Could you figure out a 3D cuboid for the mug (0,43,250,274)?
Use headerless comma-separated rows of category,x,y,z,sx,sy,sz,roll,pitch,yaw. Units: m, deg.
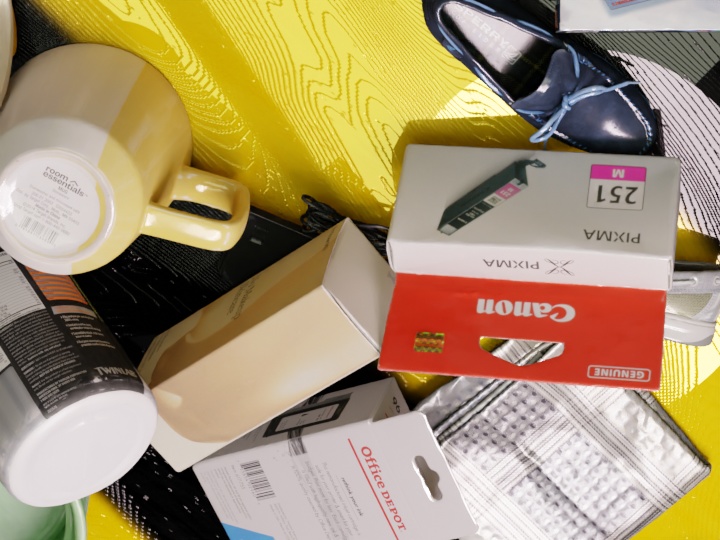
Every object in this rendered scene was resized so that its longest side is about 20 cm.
mug,-0.185,-0.074,1.336,0.187,0.153,0.149,-12,110,7

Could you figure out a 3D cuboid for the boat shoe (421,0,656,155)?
boat shoe,0.122,-0.133,1.346,0.200,0.069,0.084,29,110,-9

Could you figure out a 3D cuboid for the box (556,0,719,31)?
box,0.234,-0.232,1.294,0.200,0.038,0.137,0,95,1

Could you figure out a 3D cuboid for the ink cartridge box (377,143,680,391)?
ink cartridge box,0.117,-0.006,1.320,0.200,0.174,0.044,4,143,11

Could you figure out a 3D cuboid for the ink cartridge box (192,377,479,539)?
ink cartridge box,-0.011,0.156,1.438,0.200,0.068,0.116,-15,112,26

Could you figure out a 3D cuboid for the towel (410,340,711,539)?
towel,0.143,0.146,1.474,0.193,0.035,0.200,-39,105,16

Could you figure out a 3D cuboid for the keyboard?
keyboard,0.000,0.000,1.429,0.200,0.040,0.104,23,130,-6

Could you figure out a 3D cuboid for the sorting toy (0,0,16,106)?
sorting toy,-0.347,-0.202,1.326,0.180,0.107,0.200,-3,112,11

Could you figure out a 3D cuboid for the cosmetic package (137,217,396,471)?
cosmetic package,-0.072,0.055,1.388,0.200,0.105,0.071,-32,110,25

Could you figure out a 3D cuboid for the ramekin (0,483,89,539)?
ramekin,-0.304,0.176,1.468,0.200,0.098,0.200,1,111,2

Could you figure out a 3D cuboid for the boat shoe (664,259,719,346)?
boat shoe,0.173,-0.001,1.397,0.202,0.074,0.065,18,100,-4

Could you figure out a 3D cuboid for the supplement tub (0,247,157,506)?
supplement tub,-0.241,0.061,1.361,0.123,0.200,0.123,-25,144,-20
